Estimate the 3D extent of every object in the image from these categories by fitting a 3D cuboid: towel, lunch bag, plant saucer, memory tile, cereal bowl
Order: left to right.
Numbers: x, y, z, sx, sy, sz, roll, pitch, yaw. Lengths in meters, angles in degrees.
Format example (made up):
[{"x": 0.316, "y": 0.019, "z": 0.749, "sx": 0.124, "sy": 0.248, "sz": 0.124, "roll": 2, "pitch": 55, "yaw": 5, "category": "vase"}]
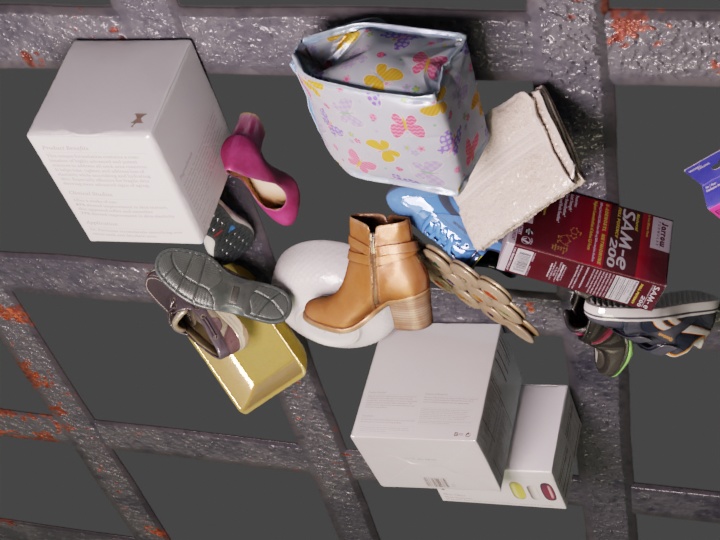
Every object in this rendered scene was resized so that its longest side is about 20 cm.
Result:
[{"x": -0.172, "y": 0.097, "z": 1.938, "sx": 0.200, "sy": 0.048, "sz": 0.200, "roll": 56, "pitch": 138, "yaw": 2, "category": "plant saucer"}, {"x": -0.038, "y": 0.049, "z": 1.846, "sx": 0.200, "sy": 0.083, "sz": 0.200, "roll": 11, "pitch": 143, "yaw": 9, "category": "cereal bowl"}, {"x": 0.030, "y": -0.191, "z": 1.457, "sx": 0.200, "sy": 0.127, "sz": 0.170, "roll": 10, "pitch": 146, "yaw": 26, "category": "lunch bag"}, {"x": 0.140, "y": 0.021, "z": 1.692, "sx": 0.200, "sy": 0.017, "sz": 0.153, "roll": 31, "pitch": 169, "yaw": 39, "category": "memory tile"}, {"x": 0.172, "y": -0.118, "z": 1.510, "sx": 0.034, "sy": 0.133, "sz": 0.200, "roll": -12, "pitch": 163, "yaw": -39, "category": "towel"}]

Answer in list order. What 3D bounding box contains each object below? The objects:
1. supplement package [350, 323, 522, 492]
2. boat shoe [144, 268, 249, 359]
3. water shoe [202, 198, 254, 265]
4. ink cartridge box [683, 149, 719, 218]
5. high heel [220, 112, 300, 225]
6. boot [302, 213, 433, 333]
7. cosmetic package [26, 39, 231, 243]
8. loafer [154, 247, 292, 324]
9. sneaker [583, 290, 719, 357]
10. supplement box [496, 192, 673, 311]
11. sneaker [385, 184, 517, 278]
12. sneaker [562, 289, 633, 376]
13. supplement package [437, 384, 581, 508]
[{"x": 0.117, "y": 0.199, "z": 1.882, "sx": 0.191, "sy": 0.200, "sz": 0.147, "roll": -1, "pitch": 141, "yaw": 24, "category": "supplement package"}, {"x": -0.254, "y": 0.063, "z": 1.909, "sx": 0.200, "sy": 0.065, "sz": 0.072, "roll": 36, "pitch": 135, "yaw": 22, "category": "boat shoe"}, {"x": -0.204, "y": -0.077, "z": 1.769, "sx": 0.071, "sy": 0.079, "sz": 0.200, "roll": -34, "pitch": 156, "yaw": -4, "category": "water shoe"}, {"x": 0.482, "y": -0.075, "z": 1.513, "sx": 0.200, "sy": 0.037, "sz": 0.095, "roll": 35, "pitch": 140, "yaw": -20, "category": "ink cartridge box"}, {"x": -0.130, "y": -0.104, "z": 1.666, "sx": 0.067, "sy": 0.096, "sz": 0.200, "roll": 5, "pitch": 143, "yaw": 15, "category": "high heel"}, {"x": 0.000, "y": 0.000, "z": 1.704, "sx": 0.200, "sy": 0.074, "sz": 0.155, "roll": -3, "pitch": 113, "yaw": 26, "category": "boot"}, {"x": -0.275, "y": -0.158, "z": 1.594, "sx": 0.167, "sy": 0.166, "sz": 0.200, "roll": 3, "pitch": 143, "yaw": 18, "category": "cosmetic package"}, {"x": -0.194, "y": 0.028, "z": 1.796, "sx": 0.200, "sy": 0.072, "sz": 0.063, "roll": 23, "pitch": 170, "yaw": -5, "category": "loafer"}, {"x": 0.371, "y": 0.071, "z": 1.638, "sx": 0.200, "sy": 0.078, "sz": 0.080, "roll": 0, "pitch": 107, "yaw": -25, "category": "sneaker"}, {"x": 0.278, "y": -0.032, "z": 1.587, "sx": 0.200, "sy": 0.109, "sz": 0.061, "roll": 15, "pitch": 144, "yaw": 1, "category": "supplement box"}, {"x": 0.123, "y": -0.051, "z": 1.653, "sx": 0.200, "sy": 0.079, "sz": 0.066, "roll": 23, "pitch": 146, "yaw": -6, "category": "sneaker"}, {"x": 0.312, "y": 0.066, "z": 1.715, "sx": 0.084, "sy": 0.077, "sz": 0.200, "roll": -23, "pitch": 129, "yaw": -6, "category": "sneaker"}, {"x": 0.220, "y": 0.266, "z": 1.966, "sx": 0.200, "sy": 0.156, "sz": 0.111, "roll": -1, "pitch": 140, "yaw": 24, "category": "supplement package"}]
